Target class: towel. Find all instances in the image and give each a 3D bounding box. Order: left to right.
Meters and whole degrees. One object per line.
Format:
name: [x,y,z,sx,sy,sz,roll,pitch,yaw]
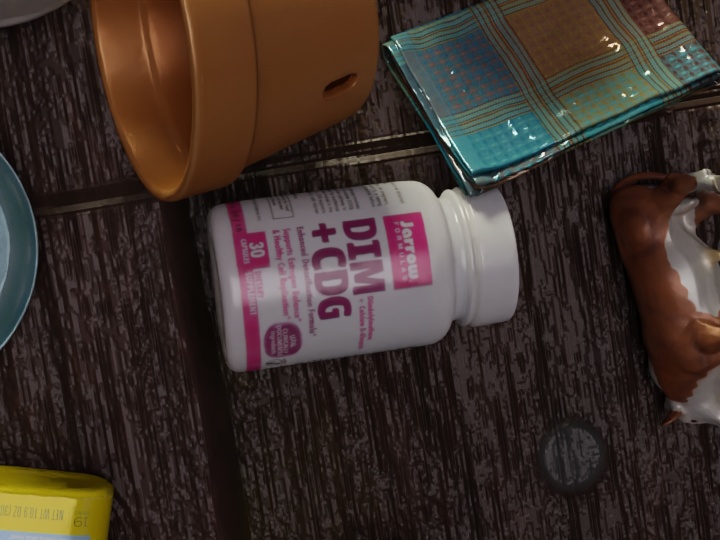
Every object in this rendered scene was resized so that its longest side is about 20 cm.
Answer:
towel: [0.130,-0.145,0.859,0.198,0.022,0.147,-24,59,-8]

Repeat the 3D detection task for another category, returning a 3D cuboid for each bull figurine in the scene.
bull figurine: [0.242,0.021,0.887,0.065,0.121,0.202,-21,90,-43]

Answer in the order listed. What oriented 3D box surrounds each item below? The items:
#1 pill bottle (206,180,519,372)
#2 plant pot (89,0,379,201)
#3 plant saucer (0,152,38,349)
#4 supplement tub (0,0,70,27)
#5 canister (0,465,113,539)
pill bottle: [0.000,0.000,0.840,0.197,0.113,0.115,-8,95,-9]
plant pot: [-0.079,-0.156,0.790,0.139,0.200,0.203,-14,96,-26]
plant saucer: [-0.315,-0.013,0.812,0.198,0.027,0.203,-4,101,-21]
supplement tub: [-0.246,-0.264,0.770,0.121,0.123,0.202,-19,87,-8]
canister: [-0.246,0.237,0.827,0.147,0.087,0.203,7,91,-10]
